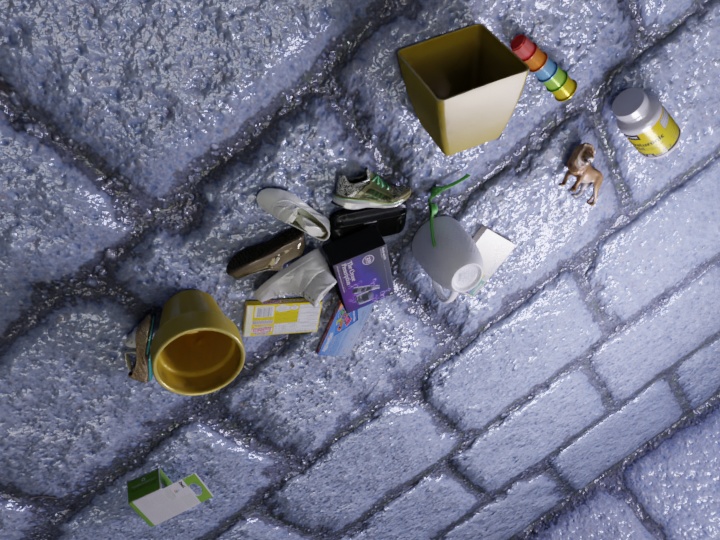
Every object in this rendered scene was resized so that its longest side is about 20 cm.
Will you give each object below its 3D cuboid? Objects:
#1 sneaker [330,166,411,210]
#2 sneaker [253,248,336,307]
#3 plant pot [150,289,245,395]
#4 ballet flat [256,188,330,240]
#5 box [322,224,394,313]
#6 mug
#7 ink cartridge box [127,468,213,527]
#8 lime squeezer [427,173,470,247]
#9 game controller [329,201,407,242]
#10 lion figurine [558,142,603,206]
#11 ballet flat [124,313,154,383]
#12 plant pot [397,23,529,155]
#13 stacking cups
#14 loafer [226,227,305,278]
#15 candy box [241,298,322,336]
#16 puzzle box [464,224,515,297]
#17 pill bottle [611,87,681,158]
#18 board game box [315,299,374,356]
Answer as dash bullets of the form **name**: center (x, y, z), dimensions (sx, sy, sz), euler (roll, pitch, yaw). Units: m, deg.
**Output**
- **sneaker**: center (0.030, -0.194, 1.338), dimensions (0.199, 0.077, 0.089), euler (-8, 119, -22)
- **sneaker**: center (-0.154, 0.048, 1.390), dimensions (0.199, 0.074, 0.116), euler (-32, 88, 13)
- **plant pot**: center (-0.378, 0.149, 1.327), dimensions (0.199, 0.189, 0.202), euler (-12, 129, -15)
- **ballet flat**: center (-0.142, -0.123, 1.312), dimensions (0.199, 0.070, 0.070), euler (27, 111, -36)
- **box**: center (0.000, 0.000, 1.441), dimensions (0.140, 0.079, 0.201), euler (-24, 142, -8)
- **mug**: center (0.227, -0.011, 1.492), dimensions (0.147, 0.176, 0.201), euler (-5, 127, -21)
- **ink cartridge box**: center (-0.553, 0.644, 1.698), dimensions (0.199, 0.076, 0.148), euler (-23, 131, -8)
- **lime squeezer**: center (0.196, -0.161, 1.434), dimensions (0.070, 0.038, 0.201), euler (27, 85, -17)
- **game controller**: center (0.021, -0.117, 1.417), dimensions (0.199, 0.042, 0.105), euler (-12, 143, -15)
- **lion figurine**: center (0.607, -0.257, 1.560), dimensions (0.199, 0.072, 0.123), euler (20, 103, -50)
- **ballet flat**: center (-0.525, 0.187, 1.375), dimensions (0.065, 0.071, 0.201), euler (7, 119, -12)
- **plant pot**: center (0.209, -0.365, 1.218), dimensions (0.199, 0.201, 0.177), euler (-21, 143, -9)
- **stacking cups**: center (0.417, -0.466, 1.319), dimensions (0.199, 0.061, 0.061), euler (30, 109, -34)
- **loafer**: center (-0.213, -0.027, 1.346), dimensions (0.199, 0.076, 0.068), euler (-25, 125, -5)
- **candy box**: center (-0.201, 0.119, 1.494), dimensions (0.199, 0.026, 0.103), euler (-2, 128, -23)
- **puzzle box**: center (0.329, -0.022, 1.630), dimensions (0.133, 0.025, 0.200), euler (23, 113, -36)
- **pill bottle**: center (0.728, -0.379, 1.486), dimensions (0.199, 0.111, 0.111), euler (27, 111, -36)
- **board game box**: center (-0.042, 0.155, 1.599), dimensions (0.102, 0.019, 0.201), euler (8, 121, -31)
